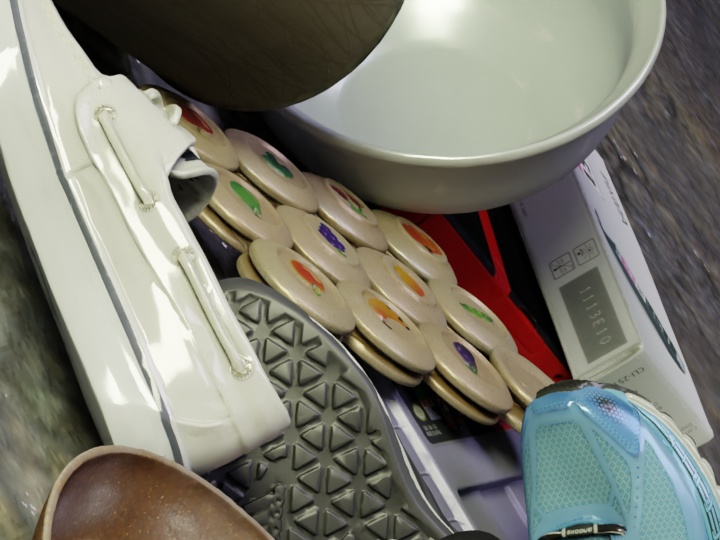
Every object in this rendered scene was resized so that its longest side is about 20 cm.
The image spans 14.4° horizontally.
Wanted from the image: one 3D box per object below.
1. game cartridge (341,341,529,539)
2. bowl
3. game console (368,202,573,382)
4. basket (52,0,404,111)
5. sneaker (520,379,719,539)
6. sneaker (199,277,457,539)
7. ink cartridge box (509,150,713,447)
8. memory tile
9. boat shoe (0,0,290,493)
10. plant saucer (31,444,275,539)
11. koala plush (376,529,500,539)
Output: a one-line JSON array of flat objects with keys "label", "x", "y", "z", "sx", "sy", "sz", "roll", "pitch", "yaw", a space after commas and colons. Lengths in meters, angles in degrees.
[{"label": "game cartridge", "x": 0.040, "y": 0.081, "z": 1.155, "sx": 0.130, "sy": 0.038, "sz": 0.200, "roll": 63, "pitch": 18, "yaw": 9}, {"label": "bowl", "x": 0.033, "y": -0.092, "z": 1.274, "sx": 0.091, "sy": 0.200, "sz": 0.202, "roll": 94, "pitch": -19, "yaw": -48}, {"label": "game console", "x": 0.038, "y": -0.052, "z": 1.416, "sx": 0.177, "sy": 0.031, "sz": 0.201, "roll": 50, "pitch": 18, "yaw": -39}, {"label": "basket", "x": -0.099, "y": -0.164, "z": 1.064, "sx": 0.200, "sy": 0.136, "sz": 0.180, "roll": 28, "pitch": 7, "yaw": -47}, {"label": "sneaker", "x": 0.097, "y": 0.139, "z": 1.064, "sx": 0.090, "sy": 0.078, "sz": 0.201, "roll": -5, "pitch": 81, "yaw": -59}, {"label": "sneaker", "x": -0.006, "y": 0.092, "z": 0.989, "sx": 0.201, "sy": 0.072, "sz": 0.083, "roll": 55, "pitch": -7, "yaw": -6}, {"label": "ink cartridge box", "x": 0.135, "y": 0.019, "z": 1.475, "sx": 0.174, "sy": 0.043, "sz": 0.201, "roll": 46, "pitch": 19, "yaw": -46}, {"label": "memory tile", "x": 0.000, "y": 0.000, "z": 1.138, "sx": 0.200, "sy": 0.017, "sz": 0.153, "roll": 27, "pitch": 20, "yaw": -47}, {"label": "boat shoe", "x": -0.079, "y": -0.026, "z": 0.924, "sx": 0.072, "sy": 0.065, "sz": 0.201, "roll": 88, "pitch": -19, "yaw": -63}, {"label": "plant saucer", "x": -0.036, "y": 0.144, "z": 0.824, "sx": 0.200, "sy": 0.034, "sz": 0.201, "roll": 49, "pitch": 17, "yaw": -21}, {"label": "koala plush", "x": 0.014, "y": 0.136, "z": 0.678, "sx": 0.199, "sy": 0.176, "sz": 0.185, "roll": -14, "pitch": 98, "yaw": -52}]
